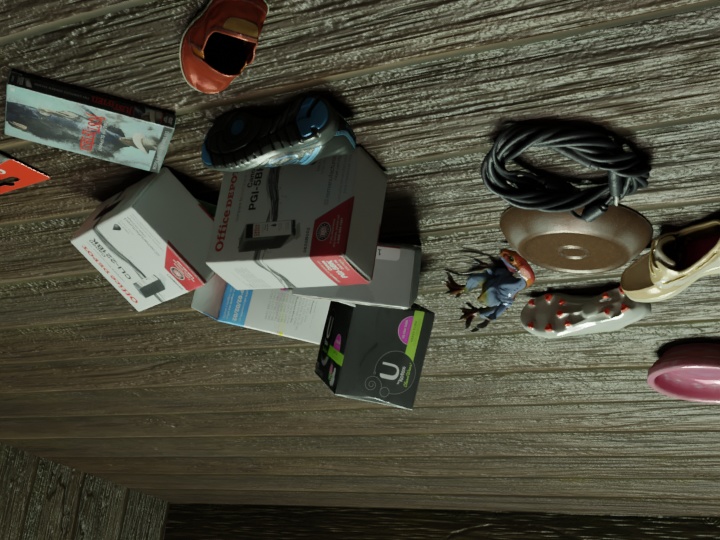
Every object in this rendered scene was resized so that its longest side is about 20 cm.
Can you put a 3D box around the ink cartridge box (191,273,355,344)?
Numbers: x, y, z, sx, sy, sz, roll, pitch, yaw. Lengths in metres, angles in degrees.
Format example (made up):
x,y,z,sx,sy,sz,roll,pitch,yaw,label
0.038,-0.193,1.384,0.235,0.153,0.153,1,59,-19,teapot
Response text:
x,y,z,sx,sy,sz,roll,pitch,yaw,label
-0.120,0.049,1.746,0.197,0.069,0.115,14,-178,-27,ink cartridge box

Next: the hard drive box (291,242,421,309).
x,y,z,sx,sy,sz,roll,pitch,yaw,label
0.000,0.000,1.681,0.153,0.078,0.200,6,-177,4,hard drive box

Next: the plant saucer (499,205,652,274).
x,y,z,sx,sy,sz,roll,pitch,yaw,label
0.276,-0.038,1.631,0.197,0.037,0.201,7,159,2,plant saucer

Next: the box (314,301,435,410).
x,y,z,sx,sy,sz,roll,pitch,yaw,label
0.017,0.109,1.878,0.122,0.151,0.200,12,-178,-11,box

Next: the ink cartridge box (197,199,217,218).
x,y,z,sx,sy,sz,roll,pitch,yaw,label
-0.175,-0.035,1.782,0.197,0.060,0.104,17,158,-22,ink cartridge box

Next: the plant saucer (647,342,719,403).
x,y,z,sx,sy,sz,roll,pitch,yaw,label
0.562,0.163,2.029,0.197,0.052,0.201,7,161,3,plant saucer

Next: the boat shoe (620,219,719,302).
x,y,z,sx,sy,sz,roll,pitch,yaw,label
0.397,-0.019,1.587,0.069,0.075,0.199,23,146,-32,boat shoe

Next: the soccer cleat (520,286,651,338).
x,y,z,sx,sy,sz,roll,pitch,yaw,label
0.328,0.066,1.844,0.198,0.070,0.077,-11,156,36,soccer cleat

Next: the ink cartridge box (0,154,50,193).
x,y,z,sx,sy,sz,roll,pitch,yaw,label
-0.545,-0.132,1.695,0.161,0.058,0.199,-9,149,40,ink cartridge box

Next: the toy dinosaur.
x,y,z,sx,sy,sz,roll,pitch,yaw,label
0.195,0.013,1.784,0.199,0.107,0.180,-19,178,-45,toy dinosaur

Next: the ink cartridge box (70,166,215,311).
x,y,z,sx,sy,sz,roll,pitch,yaw,label
-0.284,-0.038,1.712,0.145,0.084,0.199,48,146,-17,ink cartridge box

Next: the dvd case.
x,y,z,sx,sy,sz,roll,pitch,yaw,label
-0.329,-0.176,1.526,0.197,0.022,0.146,13,159,-14,dvd case

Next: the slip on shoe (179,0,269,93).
x,y,z,sx,sy,sz,roll,pitch,yaw,label
-0.141,-0.221,1.272,0.073,0.062,0.200,13,161,-18,slip on shoe

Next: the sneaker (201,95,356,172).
x,y,z,sx,sy,sz,roll,pitch,yaw,label
-0.097,-0.141,1.449,0.197,0.074,0.082,-5,158,34,sneaker

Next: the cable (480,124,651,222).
x,y,z,sx,sy,sz,roll,pitch,yaw,label
0.231,-0.110,1.432,0.198,0.052,0.162,24,155,-34,cable

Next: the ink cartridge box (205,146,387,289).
x,y,z,sx,sy,sz,roll,pitch,yaw,label
-0.079,-0.062,1.545,0.197,0.149,0.083,-4,155,28,ink cartridge box
